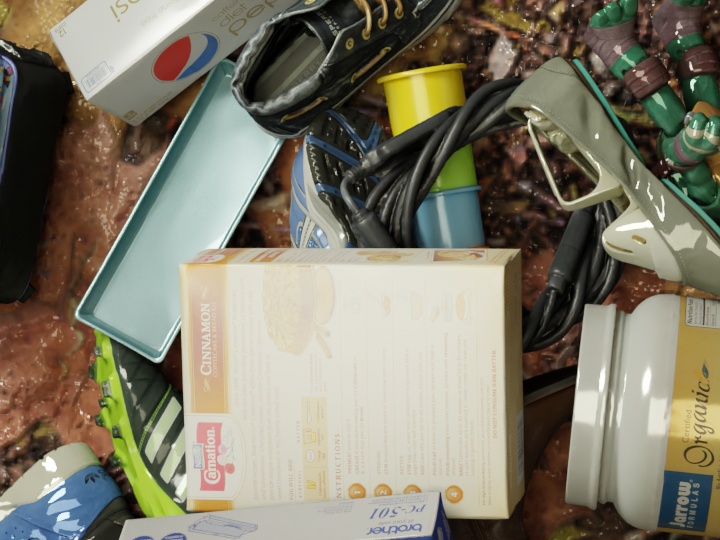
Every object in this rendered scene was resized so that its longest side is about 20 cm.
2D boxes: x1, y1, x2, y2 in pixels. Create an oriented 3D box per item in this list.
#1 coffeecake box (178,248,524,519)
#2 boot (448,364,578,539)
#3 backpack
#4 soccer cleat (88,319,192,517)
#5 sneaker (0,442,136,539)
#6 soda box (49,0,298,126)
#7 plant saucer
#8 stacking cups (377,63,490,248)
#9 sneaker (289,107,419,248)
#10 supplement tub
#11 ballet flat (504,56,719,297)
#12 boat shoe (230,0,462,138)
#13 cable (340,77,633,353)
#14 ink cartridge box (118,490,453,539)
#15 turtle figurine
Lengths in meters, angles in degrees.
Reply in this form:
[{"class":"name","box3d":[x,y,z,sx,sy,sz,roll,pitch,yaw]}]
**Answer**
[{"class":"coffeecake box","box3d":[-0.004,0.066,1.632,0.199,0.073,0.154,0,98,11]},{"class":"boot","box3d":[0.115,0.180,1.719,0.186,0.064,0.201,-29,95,-8]},{"class":"backpack","box3d":[-0.314,-0.078,1.808,0.199,0.134,0.183,13,93,19]},{"class":"soccer cleat","box3d":[-0.122,0.119,1.791,0.081,0.068,0.201,-16,70,-20]},{"class":"sneaker","box3d":[-0.228,0.220,1.810,0.200,0.077,0.111,-41,70,6]},{"class":"soda box","box3d":[-0.102,-0.183,1.773,0.200,0.068,0.064,-36,64,13]},{"class":"plant saucer","box3d":[-0.112,-0.040,1.787,0.070,0.019,0.201,28,85,14]},{"class":"stacking cups","box3d":[0.058,-0.031,1.743,0.060,0.060,0.201,-11,92,16]},{"class":"sneaker","box3d":[0.000,0.000,1.730,0.075,0.077,0.201,-3,73,-22]},{"class":"supplement tub","box3d":[0.228,0.091,1.626,0.199,0.145,0.145,5,91,5]},{"class":"ballet flat","box3d":[0.159,-0.042,1.631,0.064,0.067,0.200,-36,69,-5]},{"class":"boat shoe","box3d":[0.001,-0.165,1.729,0.071,0.091,0.200,44,93,10]},{"class":"cable","box3d":[0.095,-0.032,1.690,0.199,0.051,0.164,-27,89,-16]},{"class":"ink cartridge box","box3d":[-0.040,0.188,1.616,0.199,0.044,0.094,-7,124,15]},{"class":"turtle figurine","box3d":[0.223,-0.080,1.657,0.101,0.149,0.200,-41,71,30]}]
